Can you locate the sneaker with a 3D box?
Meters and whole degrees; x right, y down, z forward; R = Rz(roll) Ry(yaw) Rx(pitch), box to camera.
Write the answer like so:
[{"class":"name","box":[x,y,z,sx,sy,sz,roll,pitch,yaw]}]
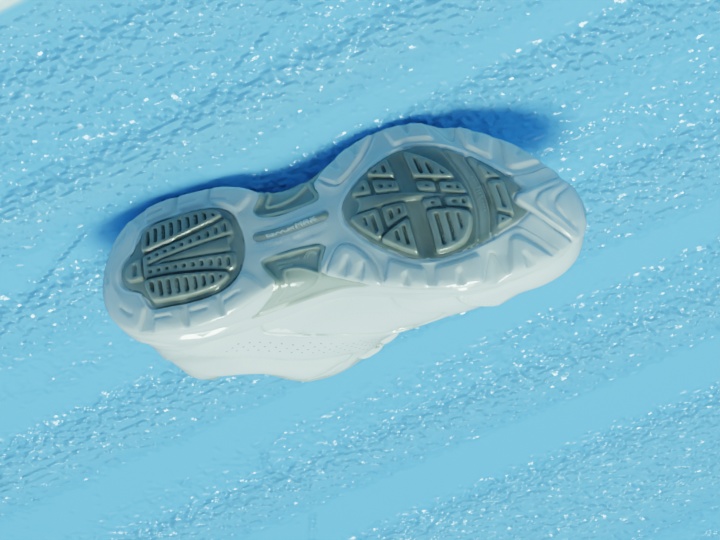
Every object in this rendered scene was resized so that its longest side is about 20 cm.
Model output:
[{"class":"sneaker","box":[0.000,0.000,1.205,0.199,0.078,0.099,-9,152,14]}]
